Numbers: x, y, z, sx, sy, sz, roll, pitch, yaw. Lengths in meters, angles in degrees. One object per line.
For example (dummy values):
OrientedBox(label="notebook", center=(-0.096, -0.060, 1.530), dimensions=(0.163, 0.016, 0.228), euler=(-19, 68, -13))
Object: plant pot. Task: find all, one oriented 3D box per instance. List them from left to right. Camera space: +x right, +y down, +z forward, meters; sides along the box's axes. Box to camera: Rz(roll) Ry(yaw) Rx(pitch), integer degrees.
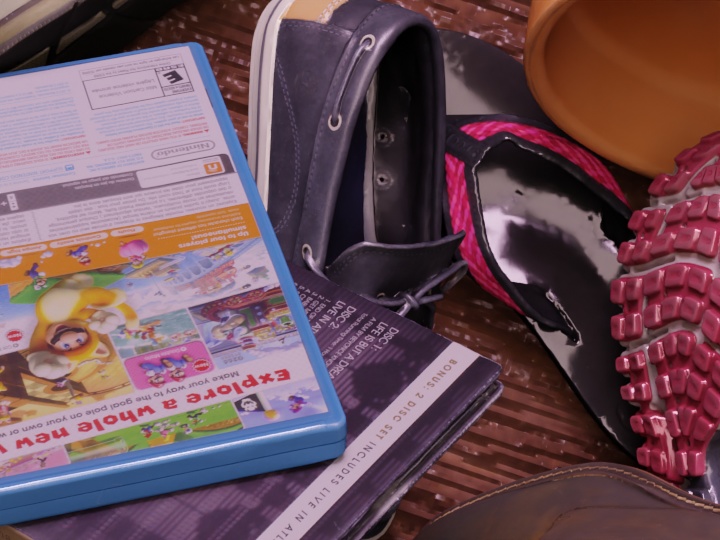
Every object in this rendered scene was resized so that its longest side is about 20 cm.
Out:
OrientedBox(label="plant pot", center=(0.160, -0.124, 0.988), dimensions=(0.199, 0.200, 0.141), euler=(7, 67, -2))

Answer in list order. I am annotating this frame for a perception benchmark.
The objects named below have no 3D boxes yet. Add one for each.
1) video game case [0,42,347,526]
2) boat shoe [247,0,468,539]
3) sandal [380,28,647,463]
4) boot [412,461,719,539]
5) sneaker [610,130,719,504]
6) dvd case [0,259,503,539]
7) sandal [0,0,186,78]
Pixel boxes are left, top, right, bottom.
OrientedBox(label="video game case", center=(-0.099, 0.001, 0.946), dimensions=(0.143, 0.018, 0.200), euler=(-10, 43, -12))
OrientedBox(label="boat shoe", center=(0.000, 0.000, 1.000), dimensions=(0.062, 0.074, 0.201), euler=(6, 99, 39))
OrientedBox(label="sandal", center=(0.068, -0.013, 1.035), dimensions=(0.075, 0.045, 0.200), euler=(-42, 87, -4))
OrientedBox(label="boot", center=(0.065, 0.102, 0.946), dimensions=(0.097, 0.200, 0.075), euler=(1, 87, -44))
OrientedBox(label="sneaker", center=(0.135, 0.049, 1.004), dimensions=(0.074, 0.081, 0.201), euler=(-6, 104, -28))
OrientedBox(label="dvd case", center=(-0.076, 0.037, 0.931), dimensions=(0.200, 0.016, 0.149), euler=(25, 48, 25))
OrientedBox(label="sandal", center=(-0.066, -0.132, 1.029), dimensions=(0.200, 0.080, 0.057), euler=(-28, 72, -4))
